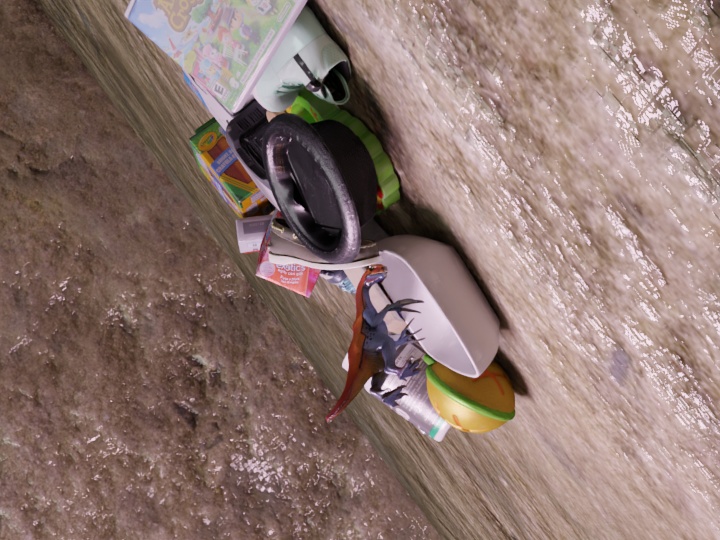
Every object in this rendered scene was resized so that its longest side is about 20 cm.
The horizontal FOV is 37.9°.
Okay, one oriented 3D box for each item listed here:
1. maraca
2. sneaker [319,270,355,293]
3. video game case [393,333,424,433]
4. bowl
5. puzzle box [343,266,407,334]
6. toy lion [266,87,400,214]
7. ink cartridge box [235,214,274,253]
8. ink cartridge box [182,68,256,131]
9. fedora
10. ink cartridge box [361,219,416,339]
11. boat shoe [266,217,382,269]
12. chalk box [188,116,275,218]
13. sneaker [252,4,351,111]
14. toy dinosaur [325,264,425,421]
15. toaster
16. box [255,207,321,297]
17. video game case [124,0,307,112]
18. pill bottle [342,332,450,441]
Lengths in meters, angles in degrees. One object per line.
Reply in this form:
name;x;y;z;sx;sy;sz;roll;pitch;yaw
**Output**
maraca;0.152;0.165;1.494;0.136;0.107;0.200;27;-171;-11
sneaker;-0.019;-0.003;1.763;0.086;0.077;0.200;51;-174;-8
video game case;0.083;0.193;1.830;0.200;0.022;0.182;51;-164;16
bowl;0.103;0.034;1.385;0.200;0.074;0.200;56;169;-14
puzzle box;0.000;0.000;1.499;0.201;0.025;0.133;57;-173;13
toy lion;-0.028;-0.162;1.394;0.201;0.069;0.192;55;162;-7
ink cartridge box;-0.139;-0.053;1.893;0.200;0.159;0.048;99;162;-73
ink cartridge box;-0.207;-0.305;1.612;0.145;0.084;0.200;52;168;9
fedora;-0.036;-0.113;1.302;0.200;0.091;0.201;39;146;33
ink cartridge box;0.039;-0.002;1.623;0.200;0.040;0.200;50;168;22
boat shoe;-0.052;-0.037;1.400;0.201;0.072;0.061;6;103;45
chalk box;-0.216;-0.201;1.857;0.200;0.125;0.124;49;168;16
sneaker;-0.071;-0.224;1.275;0.118;0.074;0.201;51;157;12
toy dinosaur;0.014;0.073;1.322;0.182;0.199;0.105;54;143;37
toaster;-0.107;-0.158;1.577;0.200;0.113;0.129;46;172;26
box;-0.106;-0.042;1.694;0.095;0.100;0.200;22;-168;-9
video game case;-0.166;-0.310;1.201;0.182;0.022;0.200;42;129;2
pill bottle;0.077;0.172;1.681;0.199;0.113;0.113;35;165;11
